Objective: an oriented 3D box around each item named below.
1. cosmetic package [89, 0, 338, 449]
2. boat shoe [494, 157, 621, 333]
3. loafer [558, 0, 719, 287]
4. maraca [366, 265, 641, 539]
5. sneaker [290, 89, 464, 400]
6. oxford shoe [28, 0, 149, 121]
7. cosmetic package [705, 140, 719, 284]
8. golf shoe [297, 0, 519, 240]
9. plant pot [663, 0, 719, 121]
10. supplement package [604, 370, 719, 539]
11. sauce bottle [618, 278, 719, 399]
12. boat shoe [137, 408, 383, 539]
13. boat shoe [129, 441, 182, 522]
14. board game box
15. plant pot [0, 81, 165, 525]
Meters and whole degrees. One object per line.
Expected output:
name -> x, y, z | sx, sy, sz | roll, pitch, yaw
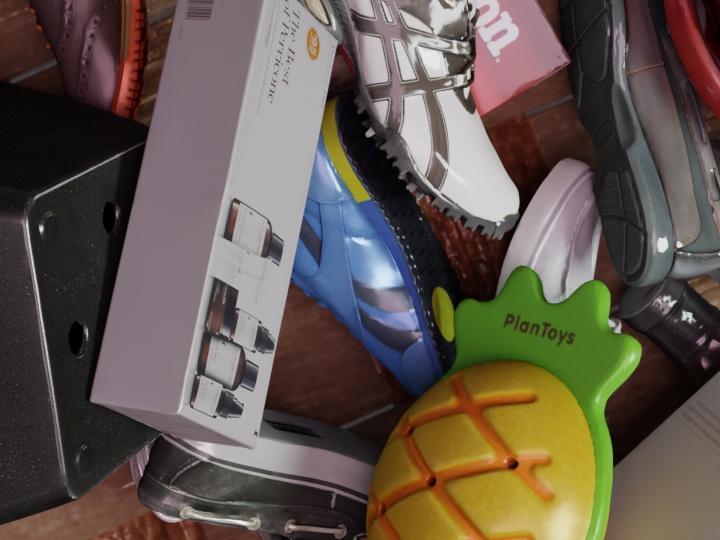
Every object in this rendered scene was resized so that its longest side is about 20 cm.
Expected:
cosmetic package -> -0.063, -0.027, 0.855 | 0.050, 0.082, 0.202 | 6, 77, 22
boat shoe -> 0.104, 0.044, 1.003 | 0.068, 0.072, 0.202 | 18, 90, 25
loafer -> 0.149, -0.092, 0.978 | 0.062, 0.072, 0.202 | -5, 79, -17
maraca -> 0.070, 0.096, 0.935 | 0.107, 0.136, 0.202 | 29, 77, -51
sneaker -> 0.000, 0.000, 1.007 | 0.078, 0.066, 0.201 | -18, 113, 23
oxford shoe -> -0.141, -0.132, 0.947 | 0.072, 0.071, 0.203 | 5, 93, -6
cosmetic package -> 0.286, -0.012, 1.020 | 0.198, 0.102, 0.075 | 8, 102, -9
golf shoe -> 0.034, -0.109, 0.935 | 0.094, 0.078, 0.201 | -34, 103, 13
plant pot -> 0.259, -0.155, 0.916 | 0.199, 0.182, 0.203 | 13, 64, -29
supplement package -> 0.196, 0.146, 0.962 | 0.200, 0.117, 0.117 | -42, 114, 1
sauce bottle -> 0.227, 0.073, 1.050 | 0.200, 0.066, 0.066 | 40, 96, -17
boat shoe -> -0.033, 0.116, 0.996 | 0.199, 0.071, 0.064 | 20, 98, -38
boat shoe -> -0.090, 0.035, 0.991 | 0.070, 0.069, 0.203 | 0, 103, -6
board game box -> 0.016, -0.167, 0.969 | 0.102, 0.019, 0.201 | -31, 103, 9
plant pot -> -0.184, 0.017, 0.876 | 0.175, 0.200, 0.202 | 0, 106, 22
